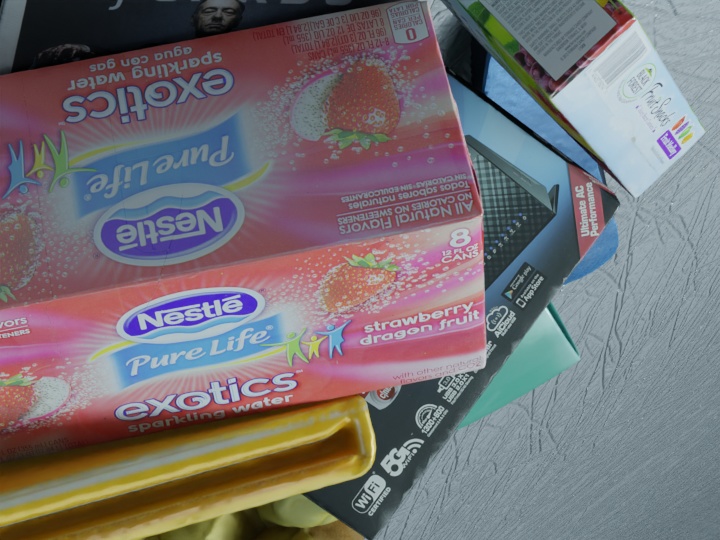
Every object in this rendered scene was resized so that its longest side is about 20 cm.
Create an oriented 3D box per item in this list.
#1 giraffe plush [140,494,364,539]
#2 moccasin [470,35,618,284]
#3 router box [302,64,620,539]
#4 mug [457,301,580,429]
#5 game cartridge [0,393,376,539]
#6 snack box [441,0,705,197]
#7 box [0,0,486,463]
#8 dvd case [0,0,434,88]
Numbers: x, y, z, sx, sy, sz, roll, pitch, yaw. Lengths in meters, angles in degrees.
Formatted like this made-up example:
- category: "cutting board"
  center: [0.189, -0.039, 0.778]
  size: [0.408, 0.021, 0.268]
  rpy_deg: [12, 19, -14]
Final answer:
- category: "giraffe plush"
  center: [-0.075, 0.099, 1.219]
  size: [0.162, 0.172, 0.200]
  rpy_deg: [-81, -169, -52]
- category: "moccasin"
  center: [0.086, -0.075, 1.247]
  size: [0.080, 0.068, 0.200]
  rpy_deg: [-23, 135, -11]
- category: "router box"
  center: [0.000, 0.000, 1.065]
  size: [0.200, 0.150, 0.062]
  rpy_deg: [-54, -169, 2]
- category: "mug"
  center: [0.031, 0.012, 1.224]
  size: [0.114, 0.152, 0.185]
  rpy_deg: [-30, 165, 5]
- category: "game cartridge"
  center: [-0.111, 0.071, 0.871]
  size: [0.176, 0.032, 0.200]
  rpy_deg: [-14, -173, -21]
- category: "snack box"
  center: [0.074, -0.115, 1.021]
  size: [0.053, 0.142, 0.200]
  rpy_deg: [-42, 161, 5]
- category: "box"
  center: [-0.062, -0.011, 0.789]
  size: [0.200, 0.095, 0.103]
  rpy_deg: [-10, 147, -4]
- category: "dvd case"
  center: [-0.053, -0.084, 0.793]
  size: [0.150, 0.025, 0.200]
  rpy_deg: [-1, 146, -19]
